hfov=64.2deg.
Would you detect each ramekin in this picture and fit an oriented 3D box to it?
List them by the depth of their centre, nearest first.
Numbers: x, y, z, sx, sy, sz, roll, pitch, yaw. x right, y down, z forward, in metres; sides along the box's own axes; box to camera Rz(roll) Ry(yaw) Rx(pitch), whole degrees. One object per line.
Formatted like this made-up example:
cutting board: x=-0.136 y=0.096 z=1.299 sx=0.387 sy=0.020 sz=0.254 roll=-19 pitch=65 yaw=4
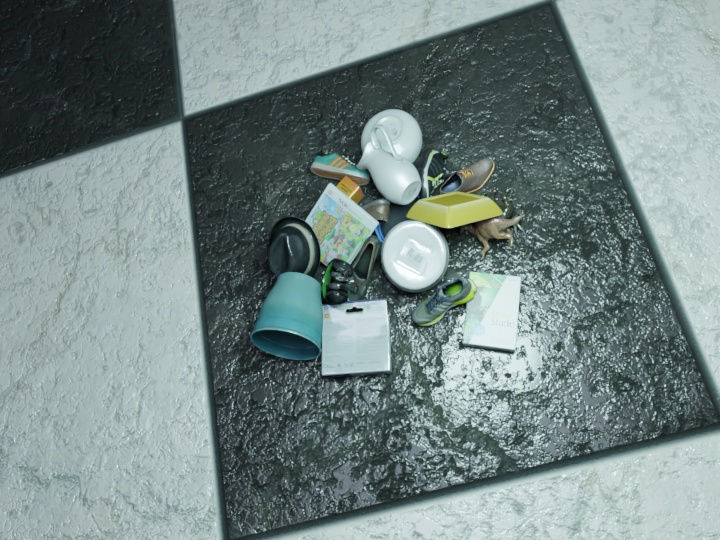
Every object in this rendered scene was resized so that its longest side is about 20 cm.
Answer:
ramekin: x=0.149 y=-0.041 z=1.582 sx=0.194 sy=0.098 sz=0.207 roll=0 pitch=91 yaw=7

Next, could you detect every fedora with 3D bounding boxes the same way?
fedora: x=-0.207 y=-0.046 z=1.642 sx=0.195 sy=0.091 sz=0.207 roll=7 pitch=108 yaw=22

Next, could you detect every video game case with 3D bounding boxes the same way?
video game case: x=-0.071 y=-0.113 z=1.646 sx=0.181 sy=0.022 sz=0.202 roll=38 pitch=112 yaw=3

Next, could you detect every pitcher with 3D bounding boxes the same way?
pitcher: x=0.085 y=-0.299 z=1.626 sx=0.119 sy=0.174 sz=0.200 roll=-27 pitch=59 yaw=-28

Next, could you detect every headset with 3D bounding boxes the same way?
headset: x=-0.069 y=0.027 z=1.574 sx=0.092 sy=0.199 sz=0.127 roll=15 pitch=84 yaw=-26

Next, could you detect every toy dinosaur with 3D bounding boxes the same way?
toy dinosaur: x=0.346 y=-0.121 z=1.576 sx=0.136 sy=0.198 sz=0.087 roll=46 pitch=53 yaw=-15
toy dinosaur: x=0.380 y=-0.178 z=1.627 sx=0.194 sy=0.078 sz=0.104 roll=15 pitch=61 yaw=11

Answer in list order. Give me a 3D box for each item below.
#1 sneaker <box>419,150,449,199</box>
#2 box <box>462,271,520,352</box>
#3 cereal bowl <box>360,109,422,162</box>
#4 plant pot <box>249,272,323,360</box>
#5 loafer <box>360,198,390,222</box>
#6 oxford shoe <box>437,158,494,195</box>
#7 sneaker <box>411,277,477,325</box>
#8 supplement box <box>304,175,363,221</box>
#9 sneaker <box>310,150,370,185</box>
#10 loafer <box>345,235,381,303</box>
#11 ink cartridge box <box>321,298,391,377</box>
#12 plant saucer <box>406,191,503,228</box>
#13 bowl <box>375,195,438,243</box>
sneaker: x=0.220 y=-0.283 z=1.675 sx=0.080 sy=0.073 sz=0.204 roll=9 pitch=53 yaw=7
box: x=0.356 y=0.109 z=1.553 sx=0.140 sy=0.036 sz=0.206 roll=5 pitch=71 yaw=14
cereal bowl: x=0.091 y=-0.410 z=1.762 sx=0.194 sy=0.084 sz=0.206 roll=-4 pitch=70 yaw=10
plant pot: x=-0.187 y=0.118 z=1.583 sx=0.194 sy=0.202 sz=0.193 roll=4 pitch=61 yaw=12
loafer: x=0.001 y=-0.142 z=1.664 sx=0.197 sy=0.072 sz=0.073 roll=-22 pitch=69 yaw=34
oxford shoe: x=0.311 y=-0.266 z=1.672 sx=0.198 sy=0.073 sz=0.072 roll=-39 pitch=68 yaw=-4
sneaker: x=0.216 y=0.077 z=1.555 sx=0.198 sy=0.081 sz=0.075 roll=-36 pitch=58 yaw=13
supplement box: x=-0.081 y=-0.182 z=1.726 sx=0.066 sy=0.069 sz=0.201 roll=39 pitch=86 yaw=22
sneaker: x=-0.056 y=-0.323 z=1.767 sx=0.195 sy=0.072 sz=0.082 roll=17 pitch=74 yaw=14
loafer: x=0.000 y=0.000 z=1.608 sx=0.070 sy=0.063 sz=0.205 roll=22 pitch=103 yaw=8
ink cartridge box: x=-0.012 y=0.188 z=1.598 sx=0.193 sy=0.041 sz=0.206 roll=-5 pitch=69 yaw=9
plant saucer: x=0.252 y=-0.172 z=1.556 sx=0.195 sy=0.050 sz=0.199 roll=-14 pitch=20 yaw=-27
bowl: x=0.136 y=-0.146 z=1.684 sx=0.194 sy=0.039 sz=0.207 roll=-4 pitch=71 yaw=10
